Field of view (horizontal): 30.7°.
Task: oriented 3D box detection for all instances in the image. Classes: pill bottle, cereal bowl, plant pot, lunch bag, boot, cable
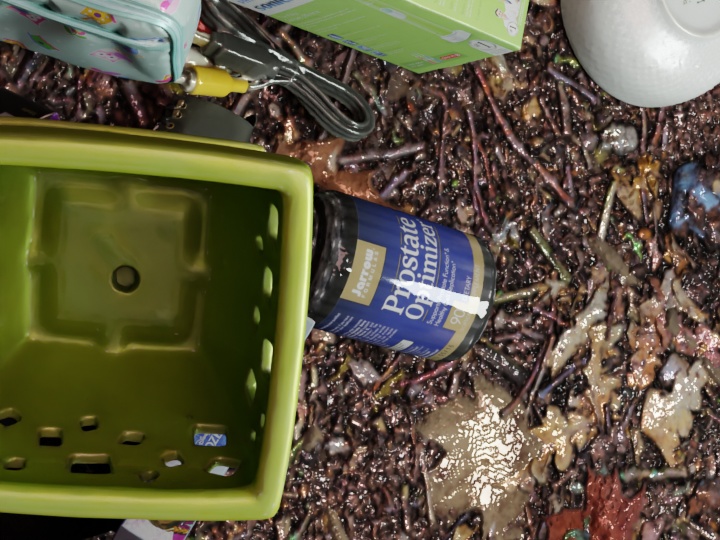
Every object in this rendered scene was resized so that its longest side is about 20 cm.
[{"bbox_3d":[0.000,0.000,1.060,0.199,0.112,0.112,16,81,-24],"label":"pill bottle"},{"bbox_3d":[0.291,-0.255,1.225,0.199,0.083,0.201,1,89,-25],"label":"cereal bowl"},{"bbox_3d":[-0.139,0.013,0.745,0.198,0.182,0.201,4,103,-10],"label":"plant pot"},{"bbox_3d":[-0.214,-0.202,0.924,0.199,0.160,0.077,16,82,-6],"label":"lunch bag"},{"bbox_3d":[-0.178,-0.087,1.007,0.200,0.077,0.139,22,74,-37],"label":"boot"},{"bbox_3d":[-0.079,-0.164,1.078,0.200,0.050,0.097,20,49,-37],"label":"cable"}]

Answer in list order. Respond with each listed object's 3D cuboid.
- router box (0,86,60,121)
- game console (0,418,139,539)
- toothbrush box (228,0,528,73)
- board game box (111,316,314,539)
[{"bbox_3d":[-0.295,-0.072,0.874,0.149,0.200,0.051,-29,120,-24],"label":"router box"},{"bbox_3d":[-0.232,0.099,0.937,0.175,0.117,0.200,-16,138,-2],"label":"game console"},{"bbox_3d":[0.016,-0.235,1.047,0.199,0.145,0.086,14,82,-30],"label":"toothbrush box"},{"bbox_3d":[-0.119,0.142,0.921,0.041,0.200,0.200,32,53,-1],"label":"board game box"}]
